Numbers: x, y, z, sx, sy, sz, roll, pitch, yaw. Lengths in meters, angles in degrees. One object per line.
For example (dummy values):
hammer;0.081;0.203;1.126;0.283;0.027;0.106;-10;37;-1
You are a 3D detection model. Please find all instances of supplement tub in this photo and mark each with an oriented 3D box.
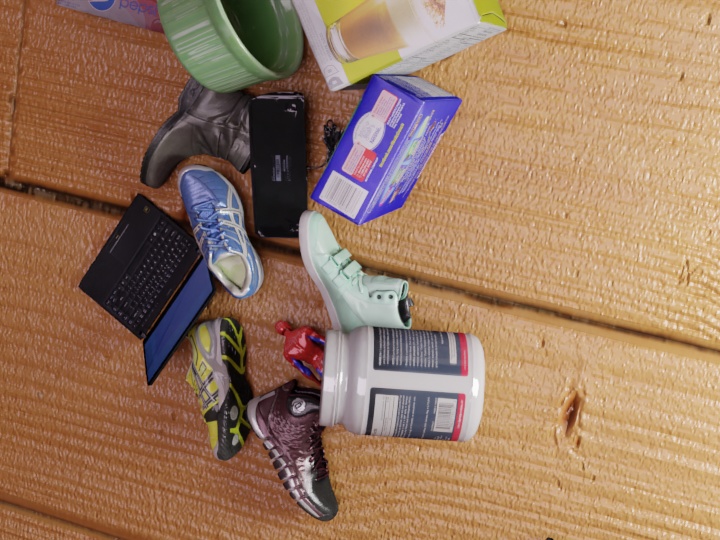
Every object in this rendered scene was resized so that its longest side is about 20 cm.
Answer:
supplement tub;0.051;0.143;1.449;0.200;0.140;0.141;5;101;-3

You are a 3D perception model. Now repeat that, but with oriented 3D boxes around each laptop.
laptop;-0.301;0.025;1.582;0.200;0.103;0.177;39;107;8

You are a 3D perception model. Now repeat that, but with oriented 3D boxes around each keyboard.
keyboard;-0.084;-0.138;1.518;0.127;0.021;0.200;2;110;7

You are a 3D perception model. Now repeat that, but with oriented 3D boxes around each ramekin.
ramekin;-0.167;-0.323;1.439;0.098;0.200;0.200;-17;94;27

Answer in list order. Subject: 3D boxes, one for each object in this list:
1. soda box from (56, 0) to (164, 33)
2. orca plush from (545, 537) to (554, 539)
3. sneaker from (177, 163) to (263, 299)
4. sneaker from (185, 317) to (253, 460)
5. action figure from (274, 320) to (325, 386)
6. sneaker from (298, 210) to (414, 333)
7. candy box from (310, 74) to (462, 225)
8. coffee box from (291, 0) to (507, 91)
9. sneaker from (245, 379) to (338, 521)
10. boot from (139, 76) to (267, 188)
soda box;-0.306;-0.365;1.537;0.200;0.070;0.064;17;102;14
orca plush;0.224;0.449;1.525;0.105;0.071;0.200;36;109;56
sneaker;-0.185;-0.052;1.528;0.076;0.077;0.200;-26;103;6
sneaker;-0.201;0.166;1.598;0.076;0.075;0.200;-3;88;25
action figure;-0.040;0.135;1.548;0.200;0.052;0.065;40;104;7
sneaker;0.000;0.000;1.499;0.118;0.074;0.201;-17;103;25
candy box;0.035;-0.153;1.398;0.077;0.200;0.169;32;106;11
coffee box;0.040;-0.345;1.365;0.198;0.200;0.200;-22;93;19
sneaker;-0.064;0.239;1.561;0.115;0.076;0.200;-35;87;16
boot;-0.207;-0.168;1.545;0.131;0.068;0.200;35;109;3
